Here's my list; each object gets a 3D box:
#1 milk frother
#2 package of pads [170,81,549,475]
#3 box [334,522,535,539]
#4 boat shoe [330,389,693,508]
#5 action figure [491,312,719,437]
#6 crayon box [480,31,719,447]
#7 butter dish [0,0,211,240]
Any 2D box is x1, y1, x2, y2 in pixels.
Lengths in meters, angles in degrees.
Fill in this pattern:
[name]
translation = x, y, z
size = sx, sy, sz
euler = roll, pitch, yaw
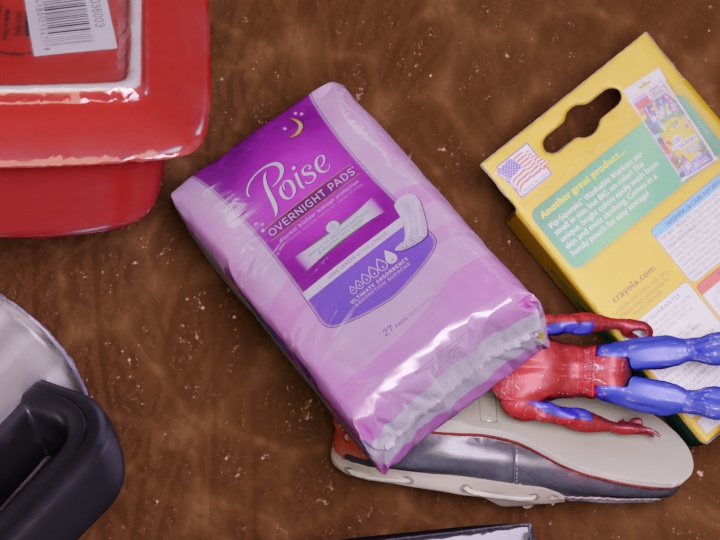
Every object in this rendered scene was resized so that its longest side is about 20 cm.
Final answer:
[milk frother]
translation = -0.218, 0.147, 1.275
size = 0.180, 0.200, 0.188
euler = 27, 52, 20
[package of pads]
translation = 0.000, 0.000, 1.299
size = 0.120, 0.076, 0.200
euler = -36, 57, -6
[box]
translation = -0.006, 0.197, 1.291
size = 0.200, 0.122, 0.106
euler = -6, 84, -4
[boat shoe]
translation = 0.083, 0.100, 1.340
size = 0.200, 0.071, 0.063
euler = 11, 125, -4
[action figure]
translation = 0.144, 0.057, 1.306
size = 0.200, 0.052, 0.066
euler = 3, 86, 8
[crayon box]
translation = 0.174, -0.017, 1.363
size = 0.126, 0.052, 0.200
euler = -38, 87, -6
[butter dish]
translation = -0.179, -0.081, 1.311
size = 0.199, 0.148, 0.200
euler = -2, 42, -3
